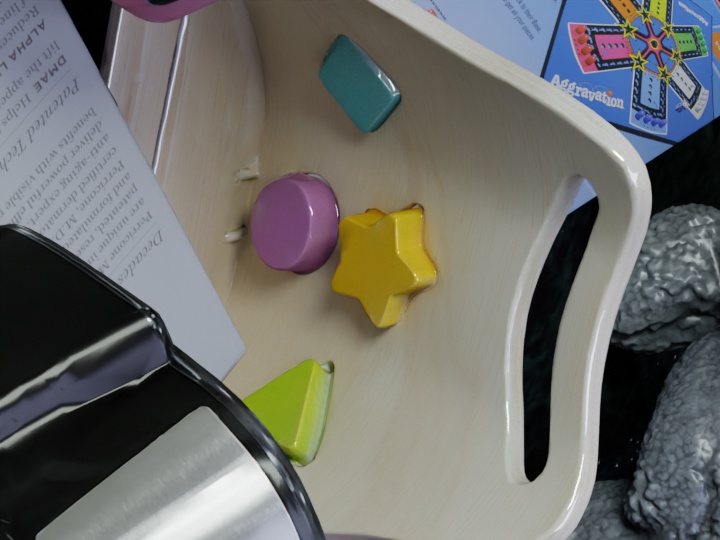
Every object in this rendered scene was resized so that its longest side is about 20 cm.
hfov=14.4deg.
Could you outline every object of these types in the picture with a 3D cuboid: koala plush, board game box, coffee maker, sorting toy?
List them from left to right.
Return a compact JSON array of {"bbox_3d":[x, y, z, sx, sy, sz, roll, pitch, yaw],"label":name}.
[{"bbox_3d":[-0.132,0.077,0.650,0.200,0.192,0.135,-31,155,-28],"label":"coffee maker"},{"bbox_3d":[0.000,0.000,0.847,0.107,0.180,0.200,-3,109,-52],"label":"sorting toy"},{"bbox_3d":[0.062,-0.093,0.979,0.103,0.019,0.200,-32,142,7],"label":"board game box"},{"bbox_3d":[0.119,0.111,1.089,0.200,0.184,0.177,-35,120,-4],"label":"koala plush"}]

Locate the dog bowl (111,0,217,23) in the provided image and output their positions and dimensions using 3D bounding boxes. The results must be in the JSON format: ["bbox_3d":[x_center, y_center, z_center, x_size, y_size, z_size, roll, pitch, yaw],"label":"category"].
[{"bbox_3d":[-0.075,-0.144,0.682,0.074,0.200,0.200,-41,144,8],"label":"dog bowl"}]

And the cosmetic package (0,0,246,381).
[{"bbox_3d":[-0.116,-0.031,0.748,0.074,0.102,0.200,-52,142,-22],"label":"cosmetic package"}]
